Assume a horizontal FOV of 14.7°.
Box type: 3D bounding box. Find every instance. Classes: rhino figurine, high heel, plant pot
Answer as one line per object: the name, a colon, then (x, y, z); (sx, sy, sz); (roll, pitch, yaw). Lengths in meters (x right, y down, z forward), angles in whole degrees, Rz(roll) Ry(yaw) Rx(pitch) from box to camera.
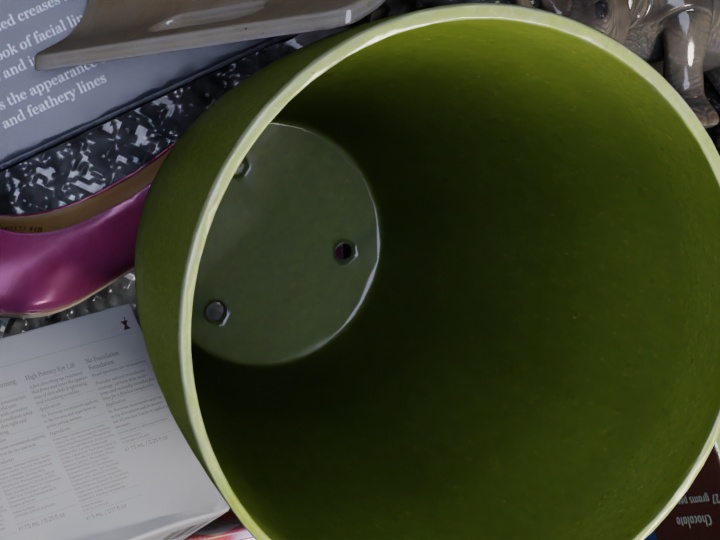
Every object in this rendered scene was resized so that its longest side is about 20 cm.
rhino figurine: (0.104, -0.091, 1.001); (0.060, 0.200, 0.088); (-10, 85, 33)
high heel: (-0.096, -0.035, 1.023); (0.199, 0.067, 0.096); (-2, 102, -11)
plant pot: (0.000, 0.000, 0.924); (0.187, 0.200, 0.188); (-3, 99, -20)

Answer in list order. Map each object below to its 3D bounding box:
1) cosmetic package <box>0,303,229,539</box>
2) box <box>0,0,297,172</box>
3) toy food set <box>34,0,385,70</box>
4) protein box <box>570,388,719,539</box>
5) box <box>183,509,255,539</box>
cosmetic package: (-0.142, 0.075, 0.899); (0.200, 0.051, 0.083); (-15, 76, -46)
box: (-0.132, -0.144, 0.997); (0.148, 0.107, 0.200); (-24, 96, -4)
toy food set: (-0.065, -0.169, 0.877); (0.060, 0.143, 0.201); (-14, 97, -48)
protein box: (0.182, 0.108, 0.999); (0.198, 0.135, 0.200); (-23, 96, -32)
box: (-0.067, 0.193, 1.028); (0.102, 0.095, 0.201); (-12, 94, -6)
